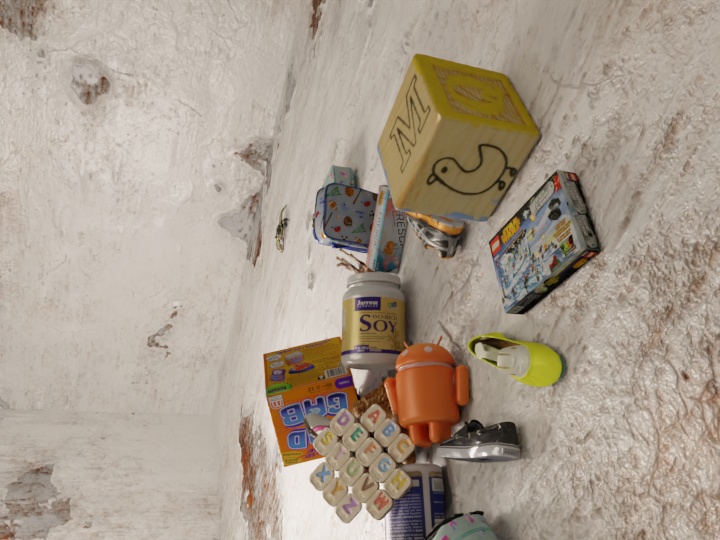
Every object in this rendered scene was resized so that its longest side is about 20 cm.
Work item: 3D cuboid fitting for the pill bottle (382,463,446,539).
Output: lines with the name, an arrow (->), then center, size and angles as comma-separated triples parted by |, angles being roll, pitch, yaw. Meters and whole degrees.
pill bottle -> 0.101, 0.465, 1.205 | 0.116, 0.115, 0.201 | 134, 139, -59

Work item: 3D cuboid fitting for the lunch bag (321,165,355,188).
lunch bag -> -0.072, -0.210, 1.938 | 0.200, 0.077, 0.161 | 126, 146, -54

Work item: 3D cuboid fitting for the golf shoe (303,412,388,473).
golf shoe -> -0.024, 0.324, 1.293 | 0.200, 0.073, 0.092 | 24, 81, 31

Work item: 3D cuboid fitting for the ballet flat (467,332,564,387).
ballet flat -> 0.231, 0.136, 1.021 | 0.200, 0.067, 0.067 | -164, 81, -69

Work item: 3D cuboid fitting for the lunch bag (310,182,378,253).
lunch bag -> -0.026, -0.123, 1.609 | 0.075, 0.199, 0.161 | -16, 68, 59

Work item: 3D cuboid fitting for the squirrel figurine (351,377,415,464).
squirrel figurine -> 0.058, 0.310, 1.351 | 0.187, 0.141, 0.200 | -58, 34, 38

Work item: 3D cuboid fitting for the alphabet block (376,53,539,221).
alphabet block -> 0.160, -0.229, 1.150 | 0.200, 0.195, 0.197 | 114, 152, -42

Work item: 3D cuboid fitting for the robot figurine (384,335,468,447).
robot figurine -> 0.122, 0.223, 1.220 | 0.144, 0.116, 0.201 | 135, 137, -59

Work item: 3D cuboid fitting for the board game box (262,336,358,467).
board game box -> -0.113, 0.308, 1.566 | 0.200, 0.199, 0.201 | -115, 14, -67

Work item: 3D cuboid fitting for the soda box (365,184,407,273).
soda box -> 0.067, -0.098, 1.545 | 0.068, 0.063, 0.201 | -145, 62, -67

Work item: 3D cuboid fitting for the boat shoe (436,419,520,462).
boat shoe -> 0.192, 0.281, 1.088 | 0.200, 0.070, 0.067 | 142, 138, -62

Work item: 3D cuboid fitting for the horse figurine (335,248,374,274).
horse figurine -> 0.000, 0.000, 1.652 | 0.050, 0.132, 0.200 | -53, 15, -4

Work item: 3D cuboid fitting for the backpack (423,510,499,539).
backpack -> 0.154, 0.477, 1.037 | 0.127, 0.166, 0.201 | 49, 129, 38

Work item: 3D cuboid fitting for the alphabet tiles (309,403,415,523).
alphabet tiles -> 0.000, 0.357, 1.216 | 0.196, 0.015, 0.200 | -47, 59, -2

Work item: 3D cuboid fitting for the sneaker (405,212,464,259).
sneaker -> 0.141, -0.082, 1.328 | 0.200, 0.078, 0.078 | -133, 44, -66

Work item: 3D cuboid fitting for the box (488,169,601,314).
box -> 0.273, -0.038, 1.000 | 0.200, 0.040, 0.137 | 125, 144, -53

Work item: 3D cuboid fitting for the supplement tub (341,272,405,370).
supplement tub -> 0.029, 0.116, 1.463 | 0.145, 0.145, 0.201 | 147, 126, -64

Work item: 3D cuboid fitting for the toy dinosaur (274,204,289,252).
toy dinosaur -> -0.319, -0.175, 2.649 | 0.088, 0.047, 0.201 | 173, 106, -76

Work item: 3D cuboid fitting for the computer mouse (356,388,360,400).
computer mouse -> 0.010, 0.352, 1.621 | 0.200, 0.034, 0.059 | -113, 13, -62
